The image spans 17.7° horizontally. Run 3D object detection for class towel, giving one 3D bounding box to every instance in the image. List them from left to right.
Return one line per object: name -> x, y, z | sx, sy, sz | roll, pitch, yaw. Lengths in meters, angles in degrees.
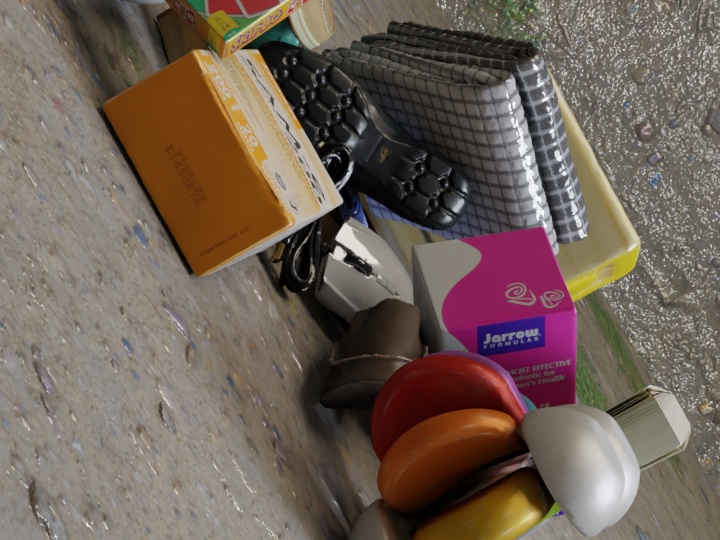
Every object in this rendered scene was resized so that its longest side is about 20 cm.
towel -> 0.006, -0.022, 1.828 | 0.145, 0.024, 0.200 | -109, 178, -47
towel -> 0.077, -0.103, 1.787 | 0.199, 0.085, 0.166 | 17, -44, 46

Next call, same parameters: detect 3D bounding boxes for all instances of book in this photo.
book -> 0.130, 0.147, 1.595 | 0.048, 0.199, 0.134 | 62, 10, 8

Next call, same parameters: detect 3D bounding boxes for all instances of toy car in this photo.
toy car -> 0.068, 0.121, 1.437 | 0.150, 0.175, 0.200 | 61, 10, 8

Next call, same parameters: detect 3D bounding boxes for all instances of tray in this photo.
tray -> -0.079, -0.106, 1.726 | 0.200, 0.037, 0.099 | 51, 14, -46

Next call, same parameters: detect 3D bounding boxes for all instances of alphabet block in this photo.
alphabet block -> 0.111, -0.053, 1.999 | 0.201, 0.196, 0.195 | 62, 3, 7

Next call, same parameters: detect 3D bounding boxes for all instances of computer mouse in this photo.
computer mouse -> 0.000, 0.000, 1.686 | 0.200, 0.044, 0.110 | 50, 53, -53

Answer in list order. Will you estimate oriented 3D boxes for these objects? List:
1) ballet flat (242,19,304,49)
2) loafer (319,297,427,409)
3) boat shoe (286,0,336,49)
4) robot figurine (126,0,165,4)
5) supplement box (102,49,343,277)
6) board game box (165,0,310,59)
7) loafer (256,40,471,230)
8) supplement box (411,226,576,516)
ballet flat -> -0.093, -0.203, 1.803 | 0.070, 0.068, 0.200 | 23, 4, -19
loafer -> 0.009, 0.055, 1.578 | 0.200, 0.073, 0.071 | -100, -168, -86
boat shoe -> -0.034, -0.233, 1.632 | 0.200, 0.066, 0.074 | 75, 0, -56
robot figurine -> -0.137, -0.242, 1.588 | 0.169, 0.113, 0.200 | 26, 11, 2
supplement box -> -0.085, -0.074, 1.502 | 0.126, 0.073, 0.200 | 60, 10, -1
board game box -> -0.117, -0.230, 1.476 | 0.200, 0.095, 0.030 | 44, -27, 17
loafer -> -0.007, -0.097, 1.717 | 0.200, 0.068, 0.070 | 37, -10, -17
supplement box -> 0.097, 0.080, 1.676 | 0.104, 0.101, 0.201 | -107, -170, -52
